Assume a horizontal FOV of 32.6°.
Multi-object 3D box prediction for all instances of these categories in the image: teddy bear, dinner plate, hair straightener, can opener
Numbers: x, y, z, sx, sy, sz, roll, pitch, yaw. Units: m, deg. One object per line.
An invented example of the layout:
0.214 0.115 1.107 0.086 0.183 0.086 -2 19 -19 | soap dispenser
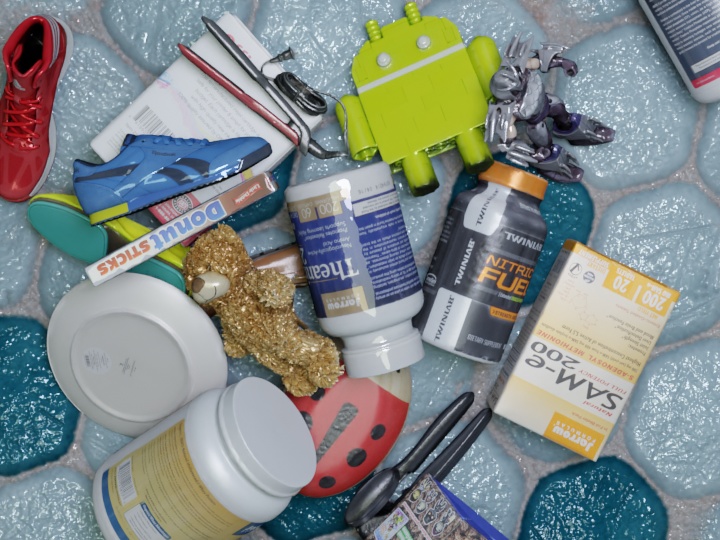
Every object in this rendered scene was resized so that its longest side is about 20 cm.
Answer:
-0.102 0.050 1.222 0.067 0.145 0.200 -46 116 -27 | teddy bear
-0.239 0.097 1.295 0.199 0.024 0.201 5 115 10 | dinner plate
-0.082 -0.185 1.219 0.200 0.041 0.077 40 92 -3 | hair straightener
0.066 0.214 1.327 0.200 0.079 0.063 -41 86 -7 | can opener

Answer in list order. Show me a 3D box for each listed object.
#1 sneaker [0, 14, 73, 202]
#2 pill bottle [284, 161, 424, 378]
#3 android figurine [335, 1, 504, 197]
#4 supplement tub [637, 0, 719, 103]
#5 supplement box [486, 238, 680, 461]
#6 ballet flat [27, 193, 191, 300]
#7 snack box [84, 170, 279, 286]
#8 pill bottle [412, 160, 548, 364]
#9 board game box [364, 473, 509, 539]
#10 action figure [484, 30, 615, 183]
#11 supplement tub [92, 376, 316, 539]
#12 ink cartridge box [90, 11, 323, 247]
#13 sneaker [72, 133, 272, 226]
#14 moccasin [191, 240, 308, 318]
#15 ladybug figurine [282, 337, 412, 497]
-0.353 -0.169 1.264 0.078 0.116 0.201 10 94 -1 | sneaker
0.000 0.000 1.232 0.110 0.111 0.201 -15 95 0 | pill bottle
0.063 -0.183 1.277 0.181 0.041 0.201 -21 74 10 | android figurine
0.358 -0.286 1.252 0.140 0.140 0.201 -31 94 2 | supplement tub
0.235 0.083 1.311 0.125 0.074 0.201 25 94 -2 | supplement box
-0.252 -0.033 1.299 0.199 0.067 0.067 27 130 6 | ballet flat
-0.174 -0.043 1.216 0.199 0.072 0.024 -28 95 3 | snack box
0.130 -0.012 1.287 0.106 0.106 0.201 19 94 -2 | pill bottle
0.070 0.347 1.292 0.200 0.097 0.159 -47 117 3 | board game box
0.183 -0.158 1.238 0.069 0.200 0.131 23 85 36 | action figure
-0.158 0.210 1.254 0.200 0.145 0.145 -34 94 24 | supplement tub
-0.156 -0.145 1.284 0.200 0.086 0.148 -42 94 2 | ink cartridge box
-0.188 -0.109 1.213 0.199 0.066 0.079 -18 92 3 | sneaker
-0.087 0.017 1.308 0.200 0.074 0.078 -21 86 -9 | moccasin
-0.022 0.159 1.315 0.135 0.072 0.201 30 93 -3 | ladybug figurine
